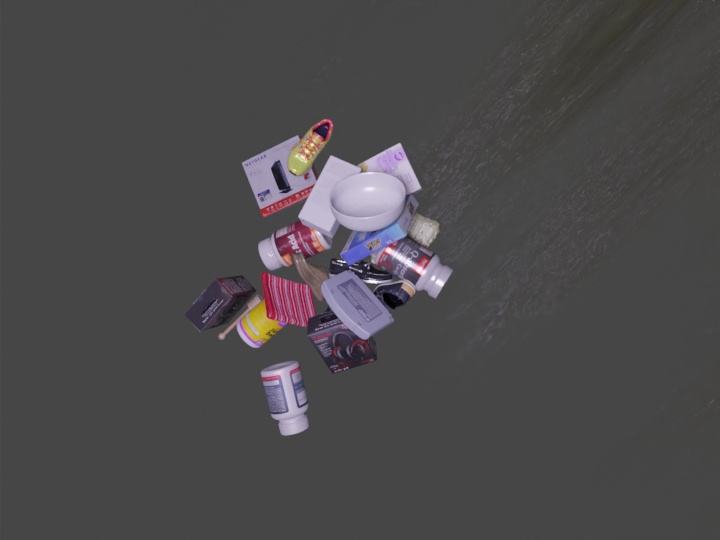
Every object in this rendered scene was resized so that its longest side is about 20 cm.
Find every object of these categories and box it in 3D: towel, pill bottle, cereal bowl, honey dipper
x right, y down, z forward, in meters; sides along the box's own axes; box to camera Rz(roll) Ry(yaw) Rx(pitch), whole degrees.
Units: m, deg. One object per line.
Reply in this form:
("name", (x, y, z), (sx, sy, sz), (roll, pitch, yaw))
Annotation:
("towel", (-0.202, 0.087, 1.534), (0.022, 0.199, 0.145), (-29, 60, 30))
("towel", (0.128, -0.081, 1.555), (0.148, 0.036, 0.201), (31, 100, 9))
("pill bottle", (-0.273, 0.138, 1.616), (0.200, 0.104, 0.104), (-40, 86, 12))
("cereal bowl", (0.021, -0.168, 1.387), (0.199, 0.201, 0.084), (4, 136, 11))
("honey dipper", (-0.380, 0.152, 1.674), (0.200, 0.038, 0.038), (-42, 85, 13))
("pill bottle", (-0.223, 0.387, 1.616), (0.119, 0.120, 0.201), (-13, 91, 12))
("pill bottle", (0.149, -0.016, 1.476), (0.199, 0.116, 0.116), (32, 99, 9))
("pill bottle", (-0.195, -0.081, 1.580), (0.199, 0.114, 0.115), (-23, 89, 12))

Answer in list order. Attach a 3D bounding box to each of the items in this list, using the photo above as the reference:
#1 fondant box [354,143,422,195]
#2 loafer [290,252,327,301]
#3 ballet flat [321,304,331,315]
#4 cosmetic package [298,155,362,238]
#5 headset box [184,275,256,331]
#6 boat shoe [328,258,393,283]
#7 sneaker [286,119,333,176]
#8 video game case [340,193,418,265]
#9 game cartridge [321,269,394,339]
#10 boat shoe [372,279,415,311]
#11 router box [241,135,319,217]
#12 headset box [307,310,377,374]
("fondant box", (0.060, -0.257, 1.545), (0.199, 0.058, 0.145), (-26, 88, 11))
("loafer", (-0.140, 0.009, 1.561), (0.067, 0.200, 0.076), (-34, 47, -4))
("ballet flat", (-0.077, 0.132, 1.605), (0.072, 0.072, 0.200), (39, 102, 7))
("cosmetic package", (-0.080, -0.206, 1.486), (0.101, 0.071, 0.201), (25, 80, 10))
("headset box", (-0.421, 0.096, 1.595), (0.077, 0.200, 0.149), (44, 100, 6))
("boat shoe", (0.000, 0.000, 1.565), (0.198, 0.076, 0.061), (5, 98, 12))
("sneaker", (-0.143, -0.361, 1.525), (0.078, 0.090, 0.201), (34, 74, -13))
("video game case", (0.053, -0.115, 1.466), (0.199, 0.182, 0.046), (-27, 113, 31))
("game cartridge", (-0.014, 0.094, 1.468), (0.200, 0.133, 0.041), (49, 131, 17))
("boat shoe", (0.083, 0.076, 1.504), (0.075, 0.200, 0.062), (43, 64, -13))
("router box", (-0.235, -0.281, 1.608), (0.199, 0.049, 0.181), (-23, 89, 12))
("headset box", (-0.056, 0.193, 1.540), (0.148, 0.075, 0.201), (-19, 126, 12))
